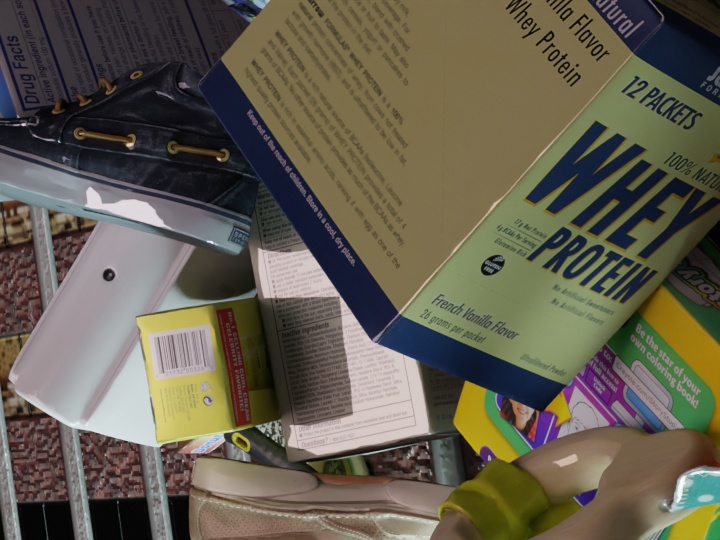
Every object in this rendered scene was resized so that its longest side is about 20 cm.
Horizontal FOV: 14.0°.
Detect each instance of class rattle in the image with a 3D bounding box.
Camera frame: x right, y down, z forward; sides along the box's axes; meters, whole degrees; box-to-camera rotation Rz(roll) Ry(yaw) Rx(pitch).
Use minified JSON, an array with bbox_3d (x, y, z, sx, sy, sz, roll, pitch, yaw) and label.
[{"bbox_3d":[0.134,0.143,1.364,0.200,0.130,0.143,-17,94,30],"label":"rattle"}]

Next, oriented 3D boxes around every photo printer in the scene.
[{"bbox_3d":[-0.111,0.002,1.713,0.069,0.166,0.200,31,90,15],"label":"photo printer"}]

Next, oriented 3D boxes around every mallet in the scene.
[{"bbox_3d":[-0.006,0.148,1.683,0.200,0.041,0.066,27,125,35],"label":"mallet"}]

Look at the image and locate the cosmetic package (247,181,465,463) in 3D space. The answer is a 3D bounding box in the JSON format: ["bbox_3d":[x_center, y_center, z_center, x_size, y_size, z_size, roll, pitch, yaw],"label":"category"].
[{"bbox_3d":[0.000,0.000,1.625,0.103,0.073,0.200,-13,83,34],"label":"cosmetic package"}]

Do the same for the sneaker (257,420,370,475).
[{"bbox_3d":[-0.037,0.157,1.732,0.200,0.089,0.077,64,143,33],"label":"sneaker"}]

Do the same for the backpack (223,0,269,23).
[{"bbox_3d":[-0.024,-0.195,1.596,0.163,0.154,0.200,-62,22,6],"label":"backpack"}]

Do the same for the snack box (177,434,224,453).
[{"bbox_3d":[-0.099,0.009,1.834,0.072,0.024,0.200,-38,53,54],"label":"snack box"}]

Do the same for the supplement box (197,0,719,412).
[{"bbox_3d":[0.066,-0.082,1.394,0.200,0.134,0.200,-49,50,16],"label":"supplement box"}]

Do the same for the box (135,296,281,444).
[{"bbox_3d":[-0.064,0.051,1.665,0.050,0.200,0.075,-10,88,19],"label":"box"}]

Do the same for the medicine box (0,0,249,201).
[{"bbox_3d":[-0.159,-0.150,1.762,0.103,0.200,0.182,-50,54,51],"label":"medicine box"}]

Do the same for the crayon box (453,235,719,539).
[{"bbox_3d":[0.137,0.064,1.456,0.200,0.058,0.173,50,135,41],"label":"crayon box"}]

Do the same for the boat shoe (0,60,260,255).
[{"bbox_3d":[-0.145,-0.076,1.617,0.071,0.200,0.091,46,-120,-77],"label":"boat shoe"}]

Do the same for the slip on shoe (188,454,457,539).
[{"bbox_3d":[0.001,0.142,1.598,0.076,0.200,0.061,31,-114,-78],"label":"slip on shoe"}]
